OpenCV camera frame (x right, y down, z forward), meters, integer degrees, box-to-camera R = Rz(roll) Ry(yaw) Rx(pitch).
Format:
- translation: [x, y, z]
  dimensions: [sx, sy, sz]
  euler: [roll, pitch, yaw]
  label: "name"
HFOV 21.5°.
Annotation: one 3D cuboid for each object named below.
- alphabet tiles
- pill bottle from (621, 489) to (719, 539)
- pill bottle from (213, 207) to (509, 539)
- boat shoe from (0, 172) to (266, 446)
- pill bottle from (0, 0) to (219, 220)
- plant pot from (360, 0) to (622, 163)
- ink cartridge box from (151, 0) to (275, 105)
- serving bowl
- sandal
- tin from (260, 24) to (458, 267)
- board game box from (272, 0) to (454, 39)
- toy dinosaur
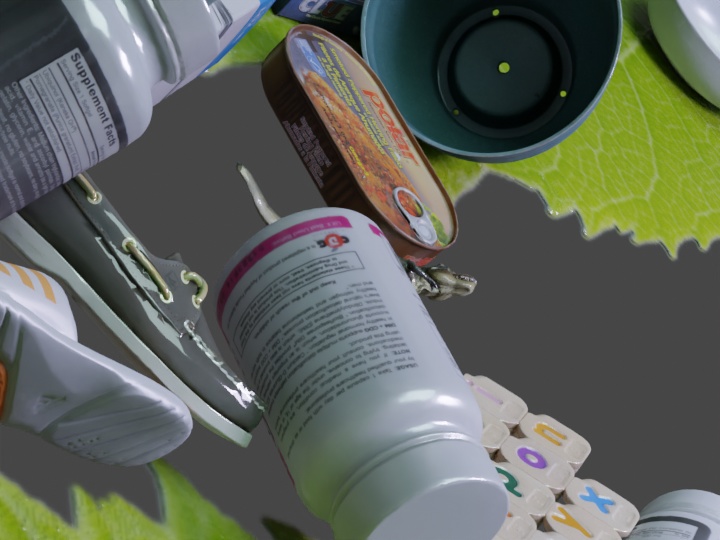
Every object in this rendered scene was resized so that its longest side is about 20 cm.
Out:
- translation: [0.075, 0.126, 1.179]
  dimensions: [0.195, 0.015, 0.200]
  euler: [32, 28, 11]
  label: "alphabet tiles"
- translation: [0.189, 0.221, 1.182]
  dimensions: [0.114, 0.114, 0.200]
  euler: [50, 28, 1]
  label: "pill bottle"
- translation: [0.000, 0.071, 1.074]
  dimensions: [0.113, 0.113, 0.201]
  euler: [17, 34, -44]
  label: "pill bottle"
- translation: [-0.120, 0.011, 1.022]
  dimensions: [0.202, 0.060, 0.072]
  euler: [45, -9, -5]
  label: "boat shoe"
- translation: [-0.173, -0.093, 0.944]
  dimensions: [0.111, 0.199, 0.111]
  euler: [53, -14, 20]
  label: "pill bottle"
- translation: [0.108, -0.172, 1.492]
  dimensions: [0.201, 0.199, 0.134]
  euler: [56, 2, 14]
  label: "plant pot"
- translation: [-0.155, -0.185, 1.219]
  dimensions: [0.147, 0.086, 0.200]
  euler: [47, 27, -3]
  label: "ink cartridge box"
- translation: [0.377, -0.242, 2.059]
  dimensions: [0.199, 0.066, 0.201]
  euler: [35, 31, -25]
  label: "serving bowl"
- translation: [-0.170, 0.038, 0.945]
  dimensions: [0.206, 0.079, 0.060]
  euler: [34, 29, -42]
  label: "sandal"
- translation: [-0.001, -0.088, 1.369]
  dimensions: [0.111, 0.042, 0.201]
  euler: [-3, 58, -51]
  label: "tin"
- translation: [-0.018, -0.249, 1.541]
  dimensions: [0.199, 0.035, 0.136]
  euler: [8, 49, -51]
  label: "board game box"
- translation: [0.000, 0.000, 1.258]
  dimensions: [0.199, 0.048, 0.088]
  euler: [27, 26, -33]
  label: "toy dinosaur"
